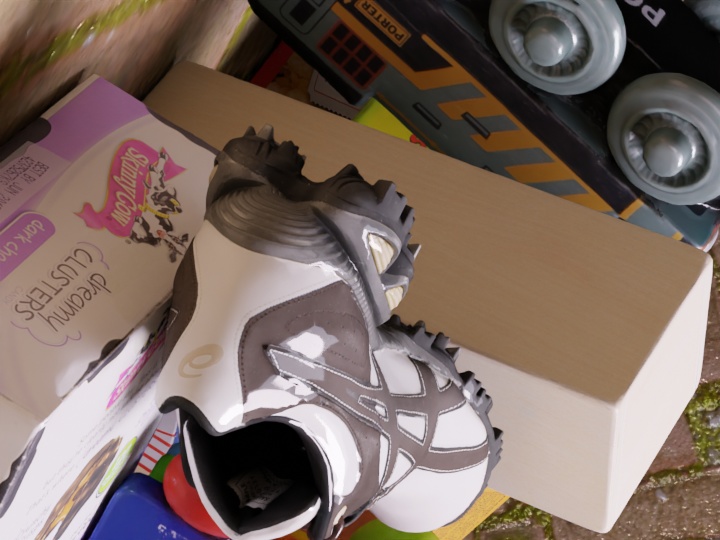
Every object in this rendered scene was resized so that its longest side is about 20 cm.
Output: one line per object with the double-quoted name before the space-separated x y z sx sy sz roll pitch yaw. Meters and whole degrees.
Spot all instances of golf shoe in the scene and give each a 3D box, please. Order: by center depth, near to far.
"golf shoe" -0.017 0.044 0.835 0.095 0.077 0.200 -63 153 -20

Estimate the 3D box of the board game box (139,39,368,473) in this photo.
"board game box" -0.036 -0.028 1.167 0.200 0.046 0.152 -54 173 -28

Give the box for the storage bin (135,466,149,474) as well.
"storage bin" -0.128 0.189 1.293 0.200 0.093 0.199 -56 173 -22

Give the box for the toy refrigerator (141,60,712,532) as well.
"toy refrigerator" 0.008 0.008 0.941 0.076 0.199 0.070 -53 154 -38

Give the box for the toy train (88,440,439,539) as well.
"toy train" 0.009 0.120 0.931 0.085 0.199 0.116 -60 180 20

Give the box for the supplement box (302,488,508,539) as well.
"supplement box" 0.002 0.080 1.087 0.069 0.067 0.200 -46 168 7

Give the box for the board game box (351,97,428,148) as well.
"board game box" 0.000 0.000 1.122 0.102 0.048 0.200 -49 171 -24

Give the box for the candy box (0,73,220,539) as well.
"candy box" -0.121 0.063 0.844 0.201 0.071 0.168 -61 173 30

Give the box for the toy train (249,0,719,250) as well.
"toy train" 0.057 -0.077 0.966 0.114 0.200 0.085 -43 -172 44
